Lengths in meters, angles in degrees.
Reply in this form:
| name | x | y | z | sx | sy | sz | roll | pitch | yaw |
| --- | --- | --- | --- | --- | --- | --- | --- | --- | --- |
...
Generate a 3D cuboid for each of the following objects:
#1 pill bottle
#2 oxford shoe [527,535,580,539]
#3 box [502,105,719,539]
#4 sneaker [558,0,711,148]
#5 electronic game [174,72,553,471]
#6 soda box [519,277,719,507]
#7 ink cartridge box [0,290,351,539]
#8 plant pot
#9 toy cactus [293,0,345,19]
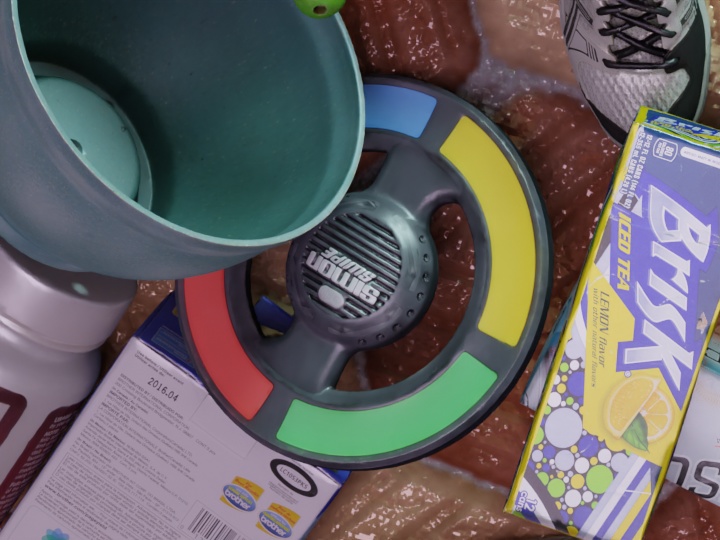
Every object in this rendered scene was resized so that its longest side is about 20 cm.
| name | x | y | z | sx | sy | sz | roll | pitch | yaw |
| --- | --- | --- | --- | --- | --- | --- | --- | --- | --- |
| pill bottle | -0.207 | 0.060 | 1.474 | 0.114 | 0.114 | 0.200 | 36 | 114 | -1 |
| oxford shoe | 0.044 | 0.181 | 1.478 | 0.199 | 0.075 | 0.058 | -6 | 107 | 11 |
| box | 0.133 | 0.028 | 1.334 | 0.070 | 0.064 | 0.201 | 18 | 104 | 5 |
| sneaker | 0.125 | -0.144 | 1.331 | 0.075 | 0.088 | 0.201 | -2 | 110 | 13 |
| electronic game | 0.000 | 0.000 | 1.400 | 0.199 | 0.042 | 0.202 | -3 | 81 | 18 |
| soda box | 0.184 | 0.077 | 1.404 | 0.199 | 0.068 | 0.064 | 27 | 107 | 4 |
| ink cartridge box | -0.089 | 0.109 | 1.482 | 0.136 | 0.076 | 0.200 | 35 | 115 | -1 |
| plant pot | -0.115 | -0.078 | 1.360 | 0.201 | 0.200 | 0.134 | 49 | 136 | -7 |
| toy cactus | -0.048 | -0.223 | 1.332 | 0.164 | 0.102 | 0.202 | 1 | 97 | -6 |
